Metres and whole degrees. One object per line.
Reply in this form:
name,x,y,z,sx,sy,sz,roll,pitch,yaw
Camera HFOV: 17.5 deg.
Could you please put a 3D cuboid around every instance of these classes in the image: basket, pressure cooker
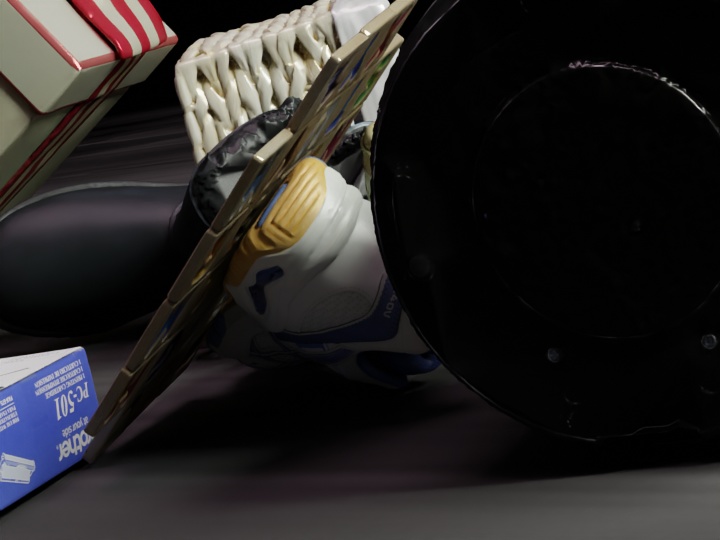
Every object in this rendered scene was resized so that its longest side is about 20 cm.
basket,-0.030,-0.083,1.329,0.123,0.136,0.200,-14,9,2
pressure cooker,0.109,-0.044,0.806,0.178,0.177,0.200,-19,5,26

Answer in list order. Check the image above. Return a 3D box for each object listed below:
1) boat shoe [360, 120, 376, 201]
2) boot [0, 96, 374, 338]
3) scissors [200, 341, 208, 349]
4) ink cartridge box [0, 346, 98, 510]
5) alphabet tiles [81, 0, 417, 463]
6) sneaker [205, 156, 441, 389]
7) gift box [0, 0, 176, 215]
boat shoe,0.100,-0.051,0.960,0.200,0.063,0.073,-9,44,2
boot,-0.087,-0.025,1.121,0.199,0.077,0.168,-8,-10,-12
scissors,0.000,0.000,1.109,0.199,0.014,0.073,-17,-17,-40
ink cartridge box,-0.210,0.073,0.915,0.199,0.044,0.094,-9,8,22
alphabet tiles,-0.042,-0.017,0.900,0.200,0.006,0.166,-56,-3,27
sneaker,-0.008,0.019,0.940,0.075,0.088,0.200,-56,-2,-7
gift box,-0.224,-0.134,1.285,0.187,0.185,0.200,-45,3,18
